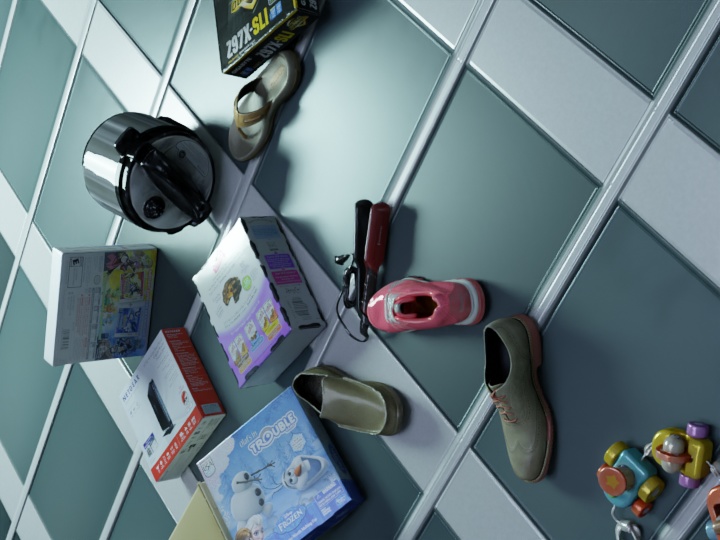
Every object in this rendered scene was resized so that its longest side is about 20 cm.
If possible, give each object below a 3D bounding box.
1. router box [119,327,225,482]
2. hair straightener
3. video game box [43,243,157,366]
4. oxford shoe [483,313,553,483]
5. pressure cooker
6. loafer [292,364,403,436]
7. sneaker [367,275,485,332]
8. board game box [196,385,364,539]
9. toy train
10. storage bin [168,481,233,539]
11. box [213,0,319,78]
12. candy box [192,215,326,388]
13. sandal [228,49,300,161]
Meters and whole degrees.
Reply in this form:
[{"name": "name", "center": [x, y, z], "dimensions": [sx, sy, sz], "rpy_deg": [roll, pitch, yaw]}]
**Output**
[{"name": "router box", "center": [-0.322, 0.228, 1.984], "dimensions": [0.200, 0.049, 0.180], "rpy_deg": [-53, 56, 37]}, {"name": "hair straightener", "center": [0.000, 0.000, 1.615], "dimensions": [0.077, 0.041, 0.202], "rpy_deg": [17, 110, 47]}, {"name": "video game box", "center": [-0.445, 0.056, 2.010], "dimensions": [0.047, 0.181, 0.202], "rpy_deg": [25, 111, 48]}, {"name": "oxford shoe", "center": [0.177, 0.155, 1.393], "dimensions": [0.070, 0.074, 0.202], "rpy_deg": [-14, 83, 47]}, {"name": "pressure cooker", "center": [-0.328, -0.151, 1.864], "dimensions": [0.199, 0.175, 0.180], "rpy_deg": [25, 115, 48]}, {"name": "loafer", "center": [-0.021, 0.184, 1.626], "dimensions": [0.199, 0.067, 0.077], "rpy_deg": [13, 103, 47]}, {"name": "sneaker", "center": [0.064, 0.041, 1.502], "dimensions": [0.199, 0.086, 0.074], "rpy_deg": [-10, 85, 49]}, {"name": "board game box", "center": [-0.121, 0.308, 1.711], "dimensions": [0.200, 0.043, 0.200], "rpy_deg": [-40, 61, 15]}, {"name": "toy train", "center": [0.328, 0.244, 1.245], "dimensions": [0.199, 0.055, 0.151], "rpy_deg": [-22, 77, 47]}, {"name": "storage bin", "center": [-0.203, 0.446, 1.821], "dimensions": [0.199, 0.093, 0.200], "rpy_deg": [58, 137, 27]}, {"name": "box", "center": [-0.142, -0.397, 1.711], "dimensions": [0.199, 0.049, 0.161], "rpy_deg": [-28, 65, 46]}, {"name": "candy box", "center": [-0.156, 0.046, 1.764], "dimensions": [0.168, 0.071, 0.201], "rpy_deg": [-47, 60, 40]}, {"name": "sandal", "center": [-0.156, -0.249, 1.750], "dimensions": [0.200, 0.054, 0.081], "rpy_deg": [-53, 56, 37]}]
